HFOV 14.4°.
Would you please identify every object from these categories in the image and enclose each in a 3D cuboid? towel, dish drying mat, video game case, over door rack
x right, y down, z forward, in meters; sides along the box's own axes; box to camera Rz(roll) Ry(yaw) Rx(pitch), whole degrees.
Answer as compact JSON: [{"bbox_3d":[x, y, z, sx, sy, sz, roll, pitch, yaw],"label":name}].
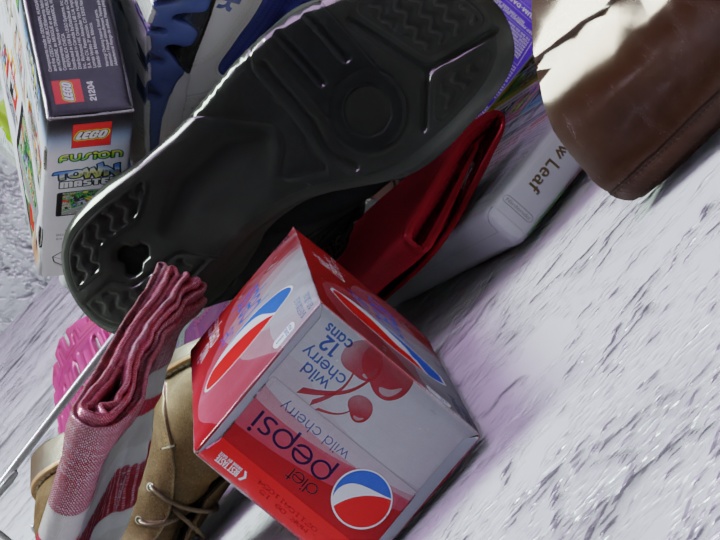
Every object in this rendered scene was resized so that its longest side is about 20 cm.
[{"bbox_3d":[-0.103,0.110,1.042,0.144,0.023,0.200,-66,-6,-66],"label":"towel"},{"bbox_3d":[0.000,0.000,1.160,0.077,0.018,0.200,-62,9,-29],"label":"dish drying mat"},{"bbox_3d":[0.078,-0.064,1.176,0.182,0.022,0.200,-51,7,-19],"label":"video game case"},{"bbox_3d":[-0.123,0.038,1.337,0.148,0.067,0.200,62,-126,-81],"label":"over door rack"}]

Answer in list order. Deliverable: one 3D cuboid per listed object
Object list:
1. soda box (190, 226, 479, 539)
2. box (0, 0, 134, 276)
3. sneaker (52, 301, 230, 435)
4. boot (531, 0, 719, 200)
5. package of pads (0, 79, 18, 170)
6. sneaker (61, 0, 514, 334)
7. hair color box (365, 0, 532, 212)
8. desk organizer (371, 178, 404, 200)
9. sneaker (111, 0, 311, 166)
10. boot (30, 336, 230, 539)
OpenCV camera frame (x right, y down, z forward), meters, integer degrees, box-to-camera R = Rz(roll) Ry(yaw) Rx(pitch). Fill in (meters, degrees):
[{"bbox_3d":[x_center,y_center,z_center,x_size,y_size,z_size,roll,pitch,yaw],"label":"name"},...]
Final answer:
[{"bbox_3d":[-0.014,0.040,0.965,0.063,0.070,0.200,-50,7,3],"label":"soda box"},{"bbox_3d":[-0.130,-0.110,1.171,0.110,0.035,0.200,104,156,-56],"label":"box"},{"bbox_3d":[-0.102,0.042,1.492,0.081,0.088,0.200,-110,37,-51],"label":"sneaker"},{"bbox_3d":[0.111,-0.143,0.919,0.200,0.064,0.187,-42,51,46],"label":"boot"},{"bbox_3d":[-0.100,-0.090,1.334,0.154,0.068,0.200,-37,-13,-3],"label":"package of pads"},{"bbox_3d":[-0.017,-0.050,1.104,0.199,0.076,0.114,-38,-5,23],"label":"sneaker"},{"bbox_3d":[0.015,-0.063,1.371,0.109,0.065,0.200,-45,6,39],"label":"hair color box"},{"bbox_3d":[0.010,-0.131,1.241,0.072,0.077,0.200,73,-148,-57],"label":"desk organizer"},{"bbox_3d":[-0.044,-0.106,1.155,0.115,0.081,0.199,-13,-31,-17],"label":"sneaker"},{"bbox_3d":[-0.067,0.083,1.172,0.200,0.074,0.076,-36,43,42],"label":"boot"}]
